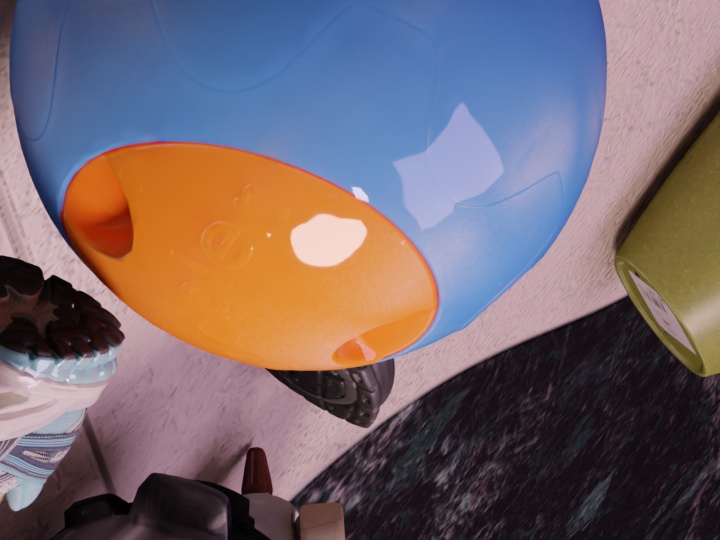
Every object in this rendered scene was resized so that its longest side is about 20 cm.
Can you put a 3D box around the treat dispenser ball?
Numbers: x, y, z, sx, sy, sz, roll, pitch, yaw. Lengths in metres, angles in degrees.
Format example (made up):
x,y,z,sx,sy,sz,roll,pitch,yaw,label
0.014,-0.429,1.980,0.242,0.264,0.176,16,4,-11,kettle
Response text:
x,y,z,sx,sy,sz,roll,pitch,yaw,label
-0.017,-0.067,0.901,0.201,0.201,0.201,-45,158,-24,treat dispenser ball

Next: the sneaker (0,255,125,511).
x,y,z,sx,sy,sz,roll,pitch,yaw,label
-0.152,0.057,0.820,0.200,0.078,0.087,-9,125,-53,sneaker

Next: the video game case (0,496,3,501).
x,y,z,sx,sy,sz,roll,pitch,yaw,label
-0.208,0.113,1.023,0.182,0.023,0.200,-61,159,19,video game case

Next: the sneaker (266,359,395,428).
x,y,z,sx,sy,sz,roll,pitch,yaw,label
0.000,0.000,1.238,0.091,0.076,0.200,-50,162,-28,sneaker

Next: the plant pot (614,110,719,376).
x,y,z,sx,sy,sz,roll,pitch,yaw,label
0.261,-0.031,1.652,0.200,0.187,0.187,-36,157,-6,plant pot

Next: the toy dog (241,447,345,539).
x,y,z,sx,sy,sz,roll,pitch,yaw,label
-0.052,0.170,1.365,0.097,0.131,0.200,-89,-164,-46,toy dog

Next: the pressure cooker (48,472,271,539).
x,y,z,sx,sy,sz,roll,pitch,yaw,label
-0.098,0.195,1.166,0.176,0.179,0.200,-35,-176,28,pressure cooker
